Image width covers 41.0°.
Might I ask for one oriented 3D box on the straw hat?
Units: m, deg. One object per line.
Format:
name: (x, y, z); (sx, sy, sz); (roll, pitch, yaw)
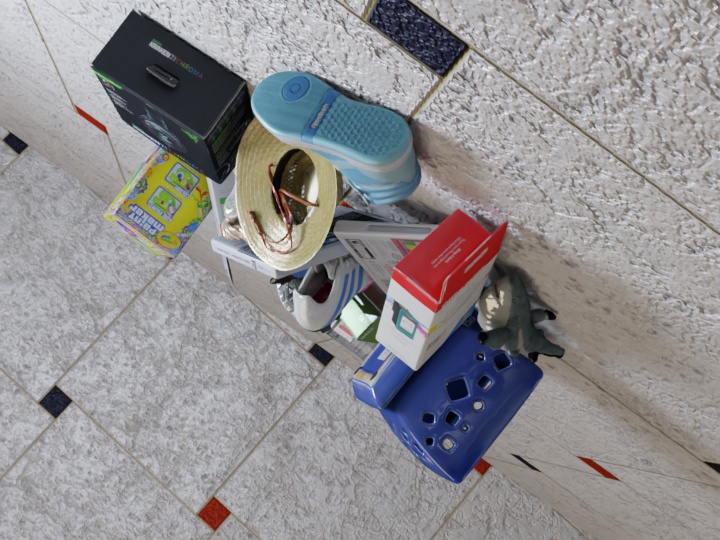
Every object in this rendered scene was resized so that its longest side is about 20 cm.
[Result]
straw hat: (-0.067, -0.104, 1.193); (0.085, 0.202, 0.201); (-10, -154, -44)

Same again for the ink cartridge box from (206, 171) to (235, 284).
ink cartridge box: (-0.196, -0.088, 1.457); (0.109, 0.050, 0.201); (-140, 39, -74)

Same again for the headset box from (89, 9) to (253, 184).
headset box: (-0.234, -0.220, 1.242); (0.174, 0.093, 0.200); (33, 169, 4)

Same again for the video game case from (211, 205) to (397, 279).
video game case: (-0.077, -0.045, 1.321); (0.181, 0.199, 0.023); (20, 124, 53)

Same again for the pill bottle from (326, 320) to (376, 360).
pill bottle: (-0.008, 0.094, 1.867); (0.200, 0.116, 0.116); (36, 169, -6)

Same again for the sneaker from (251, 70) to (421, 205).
sneaker: (-0.022, -0.130, 1.022); (0.199, 0.080, 0.131); (30, 167, 28)

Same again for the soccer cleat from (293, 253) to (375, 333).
soccer cleat: (-0.021, -0.004, 1.308); (0.070, 0.200, 0.087); (20, 145, 29)

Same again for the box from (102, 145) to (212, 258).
box: (-0.314, -0.132, 1.603); (0.122, 0.193, 0.200); (38, 168, -17)

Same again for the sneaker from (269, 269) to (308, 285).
sneaker: (-0.138, -0.059, 1.491); (0.200, 0.111, 0.077); (63, -179, -40)

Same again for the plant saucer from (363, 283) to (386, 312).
plant saucer: (0.000, 0.000, 1.526); (0.200, 0.032, 0.200); (49, -176, -5)

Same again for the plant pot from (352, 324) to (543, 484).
plant pot: (0.108, 0.158, 1.370); (0.180, 0.200, 0.200); (41, 172, -6)

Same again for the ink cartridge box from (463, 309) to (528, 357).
ink cartridge box: (0.151, 0.084, 1.538); (0.199, 0.041, 0.200); (40, 168, -26)

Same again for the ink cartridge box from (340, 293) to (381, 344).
ink cartridge box: (0.006, 0.065, 1.617); (0.104, 0.059, 0.200); (52, -163, 25)

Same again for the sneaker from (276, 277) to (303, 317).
sneaker: (-0.115, -0.008, 1.613); (0.201, 0.078, 0.099); (60, -171, -5)

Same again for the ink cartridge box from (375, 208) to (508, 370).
ink cartridge box: (0.089, 0.014, 1.087); (0.067, 0.116, 0.200); (39, 150, 17)

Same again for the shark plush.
shark plush: (0.211, 0.076, 1.220); (0.200, 0.083, 0.091); (44, -156, -32)

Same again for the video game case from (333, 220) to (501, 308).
video game case: (0.085, -0.005, 1.239); (0.181, 0.023, 0.200); (4, 154, 29)

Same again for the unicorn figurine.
unicorn figurine: (-0.139, -0.122, 1.324); (0.137, 0.200, 0.074); (-3, 133, 36)
